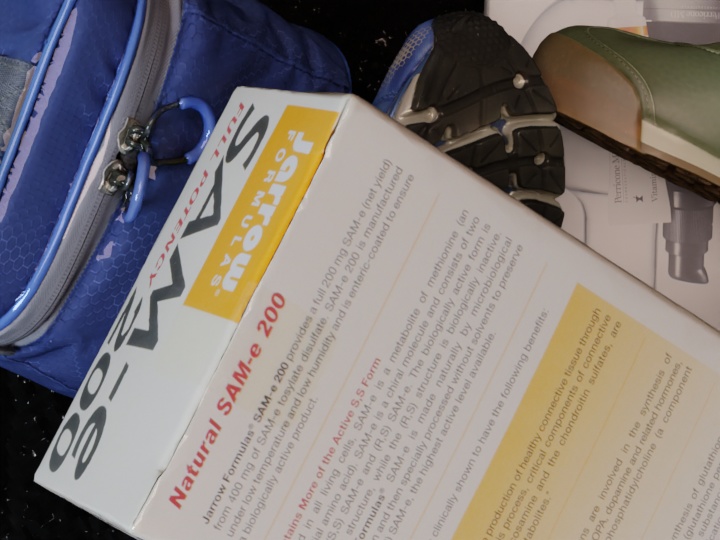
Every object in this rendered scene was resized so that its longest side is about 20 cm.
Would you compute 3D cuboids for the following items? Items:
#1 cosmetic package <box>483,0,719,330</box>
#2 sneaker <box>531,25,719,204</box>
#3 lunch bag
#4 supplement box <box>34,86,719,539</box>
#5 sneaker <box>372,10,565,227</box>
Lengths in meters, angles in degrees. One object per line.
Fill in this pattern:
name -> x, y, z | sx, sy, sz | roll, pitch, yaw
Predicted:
cosmetic package -> 0.137, -0.028, 0.875 | 0.199, 0.052, 0.152 | 2, 89, 3
sneaker -> 0.154, -0.051, 0.817 | 0.199, 0.067, 0.090 | 24, 91, -4
lunch bag -> -0.109, -0.041, 0.801 | 0.132, 0.200, 0.137 | 24, 86, -38
supplement box -> 0.028, 0.051, 0.732 | 0.200, 0.073, 0.127 | 32, 81, -27
sneaker -> 0.000, 0.000, 0.829 | 0.078, 0.201, 0.089 | -7, 43, -32
